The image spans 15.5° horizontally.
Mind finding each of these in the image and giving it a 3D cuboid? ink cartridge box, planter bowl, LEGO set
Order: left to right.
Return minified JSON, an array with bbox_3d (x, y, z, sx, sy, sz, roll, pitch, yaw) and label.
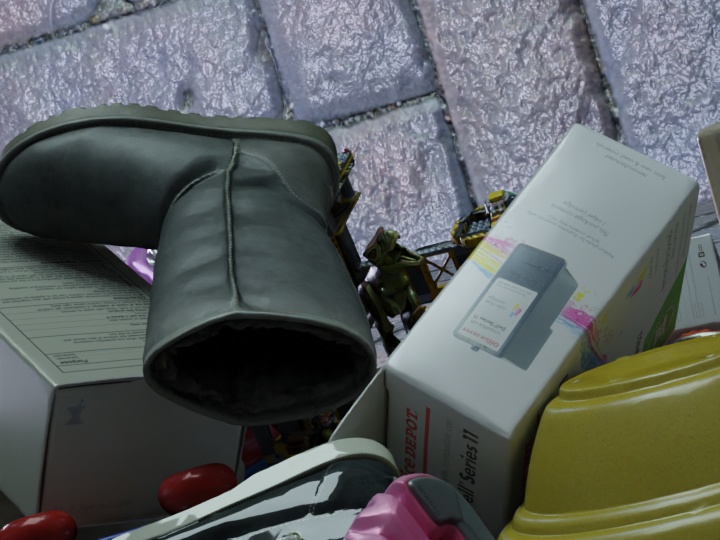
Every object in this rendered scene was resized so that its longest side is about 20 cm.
[{"bbox_3d":[0.000,0.000,1.290,0.153,0.116,0.200,-8,28,30],"label":"LEGO set"},{"bbox_3d":[0.066,0.048,1.148,0.200,0.067,0.117,-51,-22,-28],"label":"ink cartridge box"},{"bbox_3d":[0.133,0.074,1.061,0.200,0.084,0.200,-16,4,1],"label":"planter bowl"}]

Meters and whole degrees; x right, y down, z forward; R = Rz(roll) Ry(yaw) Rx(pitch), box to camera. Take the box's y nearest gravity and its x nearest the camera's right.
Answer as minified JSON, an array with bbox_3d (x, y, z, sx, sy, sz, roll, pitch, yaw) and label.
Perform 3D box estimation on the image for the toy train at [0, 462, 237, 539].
[{"bbox_3d":[-0.130,0.150,1.136,0.199,0.085,0.116,-16,-7,-5],"label":"toy train"}]

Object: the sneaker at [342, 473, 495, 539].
[{"bbox_3d":[-0.025,0.141,0.930,0.095,0.079,0.200,-40,-12,33],"label":"sneaker"}]

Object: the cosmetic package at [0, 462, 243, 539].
[{"bbox_3d":[-0.167,0.113,1.250,0.199,0.073,0.103,-6,25,-35],"label":"cosmetic package"}]

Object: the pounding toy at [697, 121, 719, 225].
[{"bbox_3d":[0.296,-0.041,1.345,0.142,0.185,0.200,-13,4,44],"label":"pounding toy"}]

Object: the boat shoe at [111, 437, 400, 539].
[{"bbox_3d":[-0.064,0.138,1.038,0.199,0.072,0.068,-27,47,-7],"label":"boat shoe"}]

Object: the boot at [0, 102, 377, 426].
[{"bbox_3d":[-0.084,-0.001,1.175,0.181,0.073,0.200,-6,35,3],"label":"boot"}]

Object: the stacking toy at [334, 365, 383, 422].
[{"bbox_3d":[0.012,0.096,1.419,0.085,0.086,0.200,-16,-2,-10],"label":"stacking toy"}]

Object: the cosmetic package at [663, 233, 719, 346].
[{"bbox_3d":[0.153,0.035,1.345,0.082,0.051,0.200,-14,-17,9],"label":"cosmetic package"}]

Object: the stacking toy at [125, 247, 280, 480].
[{"bbox_3d":[-0.089,0.017,1.367,0.110,0.201,0.116,27,38,31],"label":"stacking toy"}]

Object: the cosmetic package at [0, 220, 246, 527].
[{"bbox_3d":[-0.143,0.040,1.225,0.103,0.073,0.200,-2,25,-32],"label":"cosmetic package"}]

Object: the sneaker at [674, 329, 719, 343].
[{"bbox_3d":[0.123,0.084,1.240,0.200,0.073,0.077,-22,15,34],"label":"sneaker"}]
